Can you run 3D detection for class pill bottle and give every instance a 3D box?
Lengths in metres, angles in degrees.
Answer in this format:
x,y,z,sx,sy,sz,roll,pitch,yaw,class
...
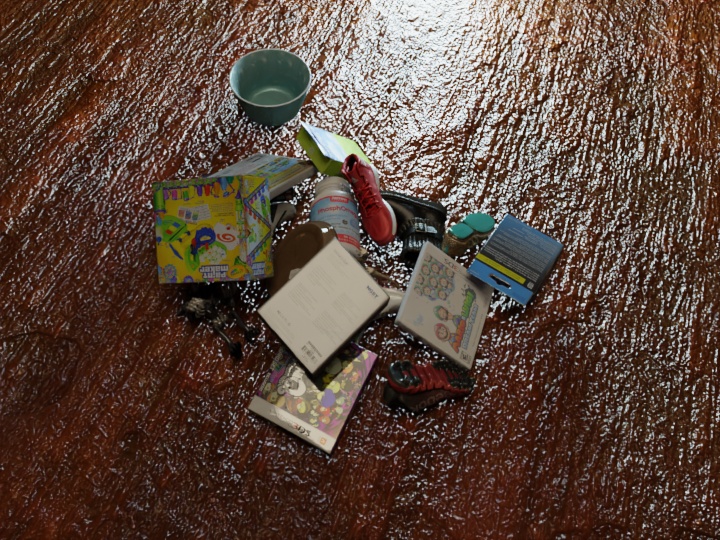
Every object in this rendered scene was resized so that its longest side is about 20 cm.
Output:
x,y,z,sx,sy,sz,roll,pitch,yaw,class
-0.054,-0.095,1.616,0.105,0.110,0.204,-2,55,-5,pill bottle

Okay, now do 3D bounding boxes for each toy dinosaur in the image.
x,y,z,sx,sy,sz,roll,pitch,yaw,class
0.000,0.000,1.550,0.194,0.101,0.060,5,67,-9,toy dinosaur

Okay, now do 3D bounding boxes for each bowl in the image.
x,y,z,sx,sy,sz,roll,pitch,yaw,class
-0.216,-0.427,1.839,0.195,0.106,0.205,2,55,-3,bowl

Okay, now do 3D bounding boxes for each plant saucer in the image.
x,y,z,sx,sy,sz,roll,pitch,yaw,class
-0.123,-0.013,1.528,0.197,0.029,0.204,-26,48,33,plant saucer

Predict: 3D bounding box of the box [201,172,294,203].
x,y,z,sx,sy,sz,roll,pitch,yaw,class
-0.249,-0.184,1.673,0.194,0.039,0.137,-8,27,-9,box

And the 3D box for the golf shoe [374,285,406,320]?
x,y,z,sx,sy,sz,roll,pitch,yaw,class
0.013,0.080,1.531,0.194,0.076,0.094,3,65,7,golf shoe

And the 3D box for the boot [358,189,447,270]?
x,y,z,sx,sy,sz,roll,pitch,yaw,class
0.089,-0.082,1.634,0.205,0.080,0.161,9,55,3,boot

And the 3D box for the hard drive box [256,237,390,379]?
x,y,z,sx,sy,sz,roll,pitch,yaw,class
-0.067,0.069,1.397,0.199,0.077,0.156,-42,81,-11,hard drive box

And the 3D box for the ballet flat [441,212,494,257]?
x,y,z,sx,sy,sz,roll,pitch,yaw,class
0.226,-0.074,1.637,0.070,0.066,0.198,38,32,22,ballet flat

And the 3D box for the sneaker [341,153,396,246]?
x,y,z,sx,sy,sz,roll,pitch,yaw,class
0.005,-0.152,1.581,0.077,0.115,0.204,-31,61,18,sneaker

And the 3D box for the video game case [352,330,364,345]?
x,y,z,sx,sy,sz,roll,pitch,yaw,class
-0.072,0.130,1.476,0.140,0.018,0.204,19,75,13,video game case

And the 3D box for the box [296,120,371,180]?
x,y,z,sx,sy,sz,roll,pitch,yaw,class
-0.056,-0.257,1.696,0.198,0.048,0.123,8,40,-53,box

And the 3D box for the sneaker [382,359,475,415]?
x,y,z,sx,sy,sz,roll,pitch,yaw,class
0.124,0.222,1.434,0.196,0.099,0.072,4,37,-29,sneaker

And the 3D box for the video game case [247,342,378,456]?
x,y,z,sx,sy,sz,roll,pitch,yaw,class
-0.086,0.210,1.417,0.178,0.036,0.203,25,73,13,video game case

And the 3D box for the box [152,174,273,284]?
x,y,z,sx,sy,sz,roll,pitch,yaw,class
-0.284,-0.078,1.479,0.194,0.122,0.199,-2,93,17,box

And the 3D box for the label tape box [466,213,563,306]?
x,y,z,sx,sy,sz,roll,pitch,yaw,class
0.319,-0.008,1.598,0.142,0.064,0.201,30,55,16,label tape box

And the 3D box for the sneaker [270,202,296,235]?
x,y,z,sx,sy,sz,roll,pitch,yaw,class
-0.209,-0.072,1.620,0.078,0.134,0.197,-5,5,35,sneaker

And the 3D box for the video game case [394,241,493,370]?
x,y,z,sx,sy,sz,roll,pitch,yaw,class
0.172,0.070,1.522,0.180,0.024,0.203,33,56,-14,video game case

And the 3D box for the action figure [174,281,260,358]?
x,y,z,sx,sy,sz,roll,pitch,yaw,class
-0.286,0.072,1.492,0.199,0.103,0.118,39,54,20,action figure

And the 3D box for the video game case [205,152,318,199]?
x,y,z,sx,sy,sz,roll,pitch,yaw,class
-0.209,-0.206,1.644,0.178,0.023,0.199,12,30,28,video game case
